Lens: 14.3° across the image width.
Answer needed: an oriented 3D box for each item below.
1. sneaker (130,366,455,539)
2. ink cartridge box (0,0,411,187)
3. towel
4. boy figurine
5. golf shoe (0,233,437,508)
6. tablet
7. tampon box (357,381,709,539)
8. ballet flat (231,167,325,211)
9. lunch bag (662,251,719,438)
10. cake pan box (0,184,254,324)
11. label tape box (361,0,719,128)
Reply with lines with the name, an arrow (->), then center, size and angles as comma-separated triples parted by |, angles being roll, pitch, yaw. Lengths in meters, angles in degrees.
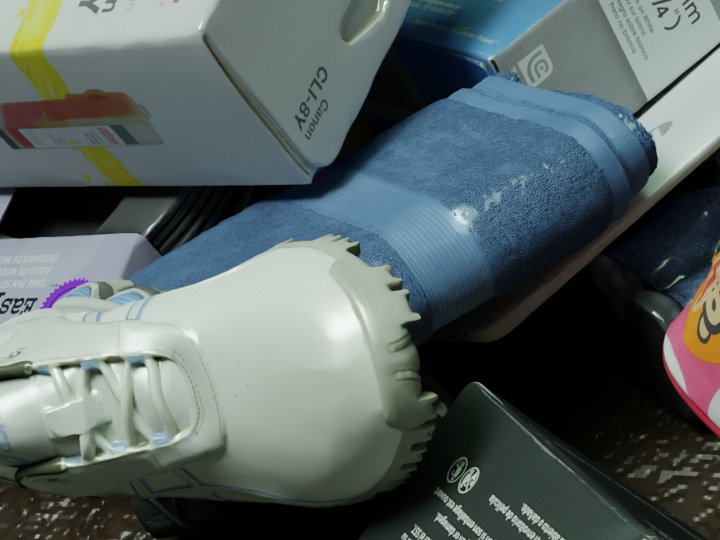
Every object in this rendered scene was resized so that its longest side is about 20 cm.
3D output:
sneaker -> -0.037, 0.063, 1.046 | 0.200, 0.076, 0.091 | 11, 60, 43
ink cartridge box -> -0.084, -0.110, 1.044 | 0.200, 0.083, 0.145 | 1, 54, 37
towel -> 0.000, 0.000, 0.978 | 0.200, 0.049, 0.112 | -30, 22, -18
boy figurine -> 0.169, -0.036, 1.047 | 0.200, 0.065, 0.124 | -37, 36, -15
golf shoe -> -0.060, 0.041, 0.813 | 0.097, 0.079, 0.200 | -16, 3, -35
tablet -> 0.100, -0.040, 1.059 | 0.200, 0.014, 0.130 | -41, 9, -12
tampon box -> 0.048, 0.165, 0.775 | 0.200, 0.150, 0.126 | -55, 23, 3
ballet flat -> -0.053, -0.029, 1.140 | 0.068, 0.068, 0.200 | -36, 43, -30
lunch bag -> 0.211, 0.030, 0.894 | 0.176, 0.082, 0.200 | 43, 43, 22
cake pan box -> -0.126, -0.030, 1.105 | 0.200, 0.052, 0.185 | 0, 56, 37
label tape box -> 0.098, -0.129, 1.143 | 0.200, 0.063, 0.144 | -40, 28, -16
